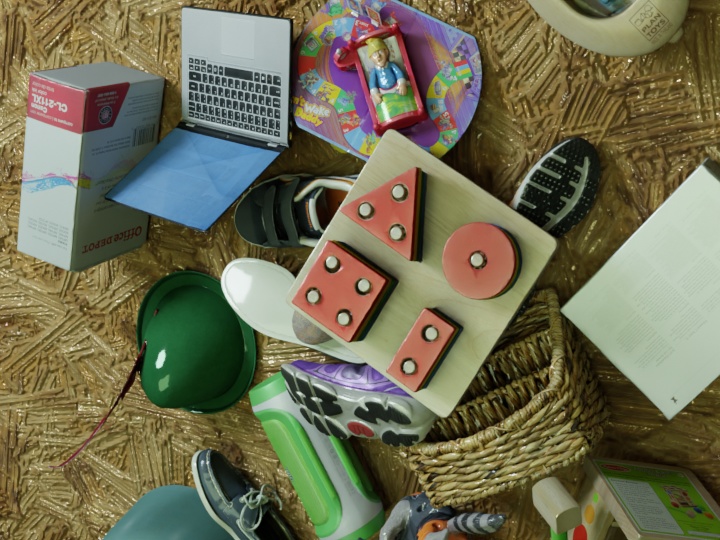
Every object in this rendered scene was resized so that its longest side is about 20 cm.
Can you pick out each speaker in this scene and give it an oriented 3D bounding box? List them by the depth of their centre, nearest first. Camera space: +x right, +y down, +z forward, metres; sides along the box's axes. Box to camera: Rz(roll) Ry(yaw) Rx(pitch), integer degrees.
[{"bbox_3d":[-0.048,0.208,1.283,0.088,0.088,0.202,-26,92,27],"label":"speaker"}]

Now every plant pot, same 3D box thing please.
[{"bbox_3d":[-0.245,0.386,1.378,0.197,0.161,0.204,7,107,22],"label":"plant pot"}]

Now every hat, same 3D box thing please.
[{"bbox_3d":[-0.228,0.119,1.288,0.163,0.176,0.204,13,109,20],"label":"hat"}]

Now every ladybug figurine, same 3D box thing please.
[{"bbox_3d":[0.218,-0.278,1.039,0.200,0.072,0.136,49,117,6],"label":"ladybug figurine"}]

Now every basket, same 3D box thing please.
[{"bbox_3d":[0.128,0.132,1.151,0.198,0.143,0.151,-25,94,27],"label":"basket"}]

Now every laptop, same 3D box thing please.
[{"bbox_3d":[-0.171,-0.164,1.188,0.186,0.115,0.204,18,112,43],"label":"laptop"}]

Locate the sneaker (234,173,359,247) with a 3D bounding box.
[{"bbox_3d":[-0.062,-0.063,1.222,0.197,0.079,0.080,-9,101,28],"label":"sneaker"}]

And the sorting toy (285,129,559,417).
[{"bbox_3d":[0.049,0.001,1.075,0.199,0.069,0.200,34,98,14],"label":"sorting toy"}]

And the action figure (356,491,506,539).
[{"bbox_3d":[0.107,0.282,1.201,0.197,0.193,0.106,15,90,-23],"label":"action figure"}]

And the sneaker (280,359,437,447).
[{"bbox_3d":[0.004,0.126,1.183,0.198,0.084,0.082,9,132,36],"label":"sneaker"}]

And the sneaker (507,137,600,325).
[{"bbox_3d":[0.161,-0.045,1.129,0.073,0.080,0.202,30,98,-16],"label":"sneaker"}]

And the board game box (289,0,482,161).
[{"bbox_3d":[0.019,-0.192,1.133,0.198,0.039,0.160,28,89,13],"label":"board game box"}]

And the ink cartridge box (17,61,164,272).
[{"bbox_3d":[-0.300,-0.118,1.274,0.082,0.145,0.203,18,110,20],"label":"ink cartridge box"}]

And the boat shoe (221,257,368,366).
[{"bbox_3d":[-0.062,0.048,1.256,0.198,0.062,0.074,25,88,14],"label":"boat shoe"}]

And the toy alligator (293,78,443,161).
[{"bbox_3d":[-0.002,-0.142,1.189,0.198,0.060,0.054,34,157,11],"label":"toy alligator"}]

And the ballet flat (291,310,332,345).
[{"bbox_3d":[0.000,0.000,1.181,0.200,0.067,0.068,-43,77,6],"label":"ballet flat"}]

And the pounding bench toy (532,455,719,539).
[{"bbox_3d":[0.234,0.281,1.102,0.197,0.125,0.158,10,113,-19],"label":"pounding bench toy"}]

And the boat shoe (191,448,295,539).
[{"bbox_3d":[-0.126,0.291,1.347,0.061,0.075,0.202,-29,92,29],"label":"boat shoe"}]

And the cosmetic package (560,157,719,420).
[{"bbox_3d":[0.312,0.019,1.089,0.151,0.052,0.200,46,117,9],"label":"cosmetic package"}]
